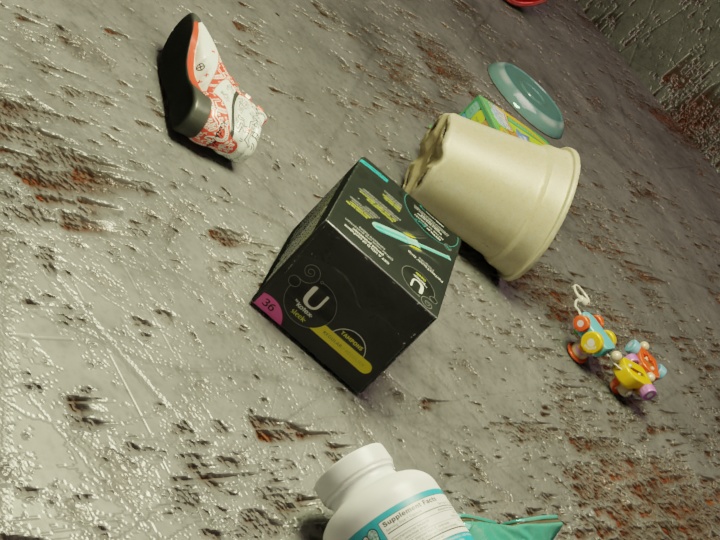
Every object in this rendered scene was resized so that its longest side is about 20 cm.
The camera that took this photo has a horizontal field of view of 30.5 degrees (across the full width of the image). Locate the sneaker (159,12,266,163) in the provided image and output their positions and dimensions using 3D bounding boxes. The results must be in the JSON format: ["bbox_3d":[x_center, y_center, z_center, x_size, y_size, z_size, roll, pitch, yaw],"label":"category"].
[{"bbox_3d":[-0.167,-0.205,1.517,0.108,0.067,0.202,29,32,-34],"label":"sneaker"}]

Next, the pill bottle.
[{"bbox_3d":[0.042,0.242,1.080,0.111,0.111,0.200,3,46,-56],"label":"pill bottle"}]

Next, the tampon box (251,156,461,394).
[{"bbox_3d":[0.000,0.000,1.379,0.150,0.126,0.200,41,25,-7],"label":"tampon box"}]

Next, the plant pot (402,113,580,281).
[{"bbox_3d":[0.165,-0.115,1.781,0.183,0.201,0.201,26,28,-14],"label":"plant pot"}]

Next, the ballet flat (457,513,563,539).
[{"bbox_3d":[0.131,0.269,1.256,0.200,0.067,0.071,12,64,-51],"label":"ballet flat"}]

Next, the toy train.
[{"bbox_3d":[0.352,0.116,1.854,0.200,0.056,0.150,40,23,-18],"label":"toy train"}]

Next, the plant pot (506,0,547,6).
[{"bbox_3d":[0.376,-0.745,3.103,0.200,0.201,0.183,28,20,-33],"label":"plant pot"}]

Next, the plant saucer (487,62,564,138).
[{"bbox_3d":[0.330,-0.339,2.577,0.200,0.027,0.200,36,25,-20],"label":"plant saucer"}]

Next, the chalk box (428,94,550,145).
[{"bbox_3d":[0.187,-0.162,1.943,0.200,0.124,0.125,28,28,-34],"label":"chalk box"}]
